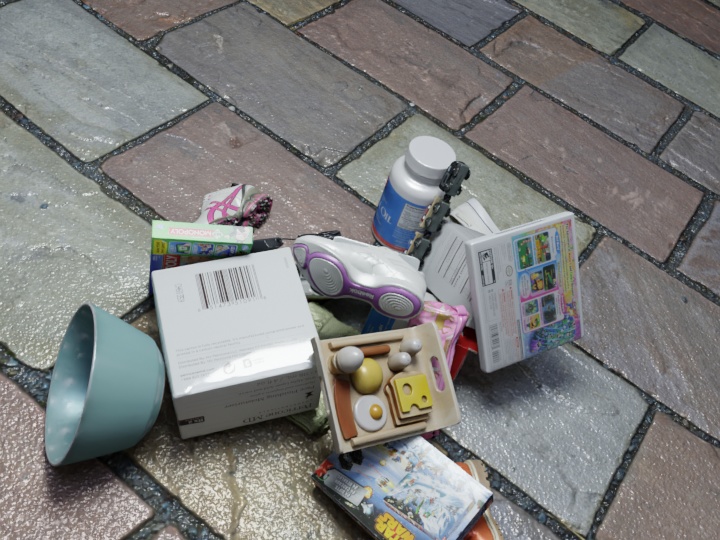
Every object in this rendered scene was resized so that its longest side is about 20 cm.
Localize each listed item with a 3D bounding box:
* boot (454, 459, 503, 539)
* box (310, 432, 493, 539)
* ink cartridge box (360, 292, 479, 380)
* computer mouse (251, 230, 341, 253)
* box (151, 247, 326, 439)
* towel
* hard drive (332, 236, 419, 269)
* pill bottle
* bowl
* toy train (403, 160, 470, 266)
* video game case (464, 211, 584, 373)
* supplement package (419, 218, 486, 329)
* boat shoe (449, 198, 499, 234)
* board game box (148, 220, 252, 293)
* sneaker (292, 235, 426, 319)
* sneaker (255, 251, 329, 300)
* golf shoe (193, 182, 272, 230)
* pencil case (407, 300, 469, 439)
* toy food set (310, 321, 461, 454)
[{"bbox_3d":[0.126,0.343,0.986,0.107,0.075,0.200,3,39,-12],"label":"boot"},{"bbox_3d":[0.052,0.284,0.975,0.200,0.040,0.137,35,69,29],"label":"box"},{"bbox_3d":[0.112,0.096,1.177,0.200,0.067,0.116,25,28,5],"label":"ink cartridge box"},{"bbox_3d":[-0.121,-0.039,1.202,0.200,0.034,0.059,-6,3,27],"label":"computer mouse"},{"bbox_3d":[-0.169,0.096,1.026,0.199,0.131,0.200,-11,57,-15],"label":"box"},{"bbox_3d":[-0.071,0.140,1.121,0.148,0.037,0.200,32,48,9],"label":"towel"},{"bbox_3d":[0.012,-0.017,1.194,0.132,0.200,0.027,15,85,-5],"label":"hard drive"},{"bbox_3d":[0.095,-0.132,1.303,0.112,0.200,0.112,9,47,-10],"label":"pill bottle"},{"bbox_3d":[-0.318,0.149,0.947,0.105,0.201,0.201,16,43,-32],"label":"bowl"},{"bbox_3d":[0.119,-0.089,1.226,0.034,0.200,0.046,18,20,-26],"label":"toy train"},{"bbox_3d":[0.244,0.031,1.097,0.182,0.200,0.024,-17,18,-22],"label":"video game case"},{"bbox_3d":[0.189,0.012,1.200,0.114,0.110,0.200,18,16,-27],"label":"supplement package"},{"bbox_3d":[0.229,-0.043,1.370,0.070,0.071,0.200,-29,64,-5],"label":"boat shoe"},{"bbox_3d":[-0.237,-0.012,1.089,0.134,0.200,0.029,2,66,-16],"label":"board game box"},{"bbox_3d":[0.000,0.000,1.058,0.200,0.075,0.100,25,37,1],"label":"sneaker"},{"bbox_3d":[-0.098,0.017,1.205,0.200,0.090,0.078,6,86,9],"label":"sneaker"},{"bbox_3d":[-0.237,-0.086,1.247,0.092,0.073,0.200,29,37,16],"label":"golf shoe"},{"bbox_3d":[0.095,0.140,1.073,0.086,0.083,0.200,13,91,6],"label":"pencil case"},{"bbox_3d":[0.035,0.143,0.956,0.200,0.060,0.144,-4,73,-36],"label":"toy food set"}]
